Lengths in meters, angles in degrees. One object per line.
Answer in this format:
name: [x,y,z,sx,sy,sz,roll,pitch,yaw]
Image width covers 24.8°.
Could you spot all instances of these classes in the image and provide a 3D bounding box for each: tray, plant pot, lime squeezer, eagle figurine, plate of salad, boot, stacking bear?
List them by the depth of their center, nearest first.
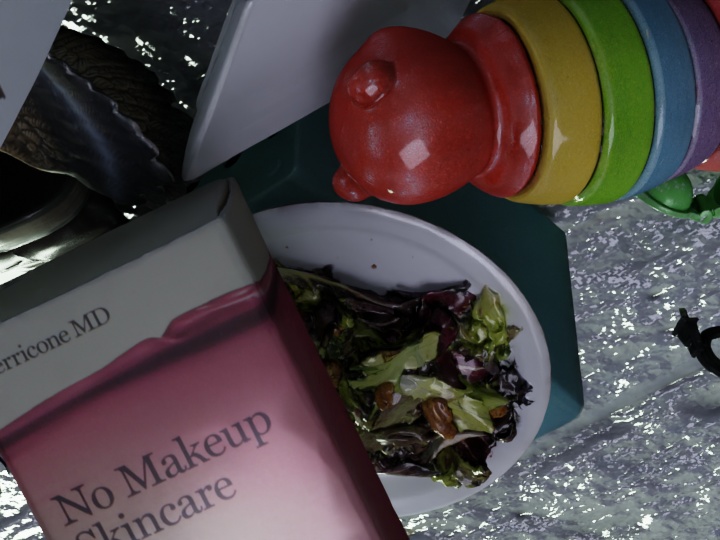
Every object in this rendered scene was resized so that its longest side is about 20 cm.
tray: [-0.003,-0.117,0.725,0.200,0.022,0.108,-34,159,-41]
eagle figurine: [-0.178,-0.074,0.740,0.199,0.152,0.151,-9,140,5]
stacking bear: [0.079,-0.081,0.744,0.199,0.114,0.122,-13,143,-22]
plate of salad: [-0.008,0.055,0.793,0.199,0.048,0.201,4,126,5]
plant pot: [0.000,0.000,0.862,0.141,0.142,0.200,-30,126,26]
lime squeezer: [0.182,-0.055,0.890,0.199,0.038,0.071,-10,139,7]
boot: [-0.184,0.009,0.907,0.199,0.070,0.174,-13,148,20]

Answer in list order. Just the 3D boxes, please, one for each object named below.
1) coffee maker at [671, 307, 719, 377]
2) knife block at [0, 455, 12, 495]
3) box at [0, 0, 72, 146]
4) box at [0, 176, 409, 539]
coffee maker: [0.293,-0.024,0.842,0.191,0.135,0.201,-13,134,-30]
knife block: [-0.229,0.017,0.782,0.175,0.201,0.064,-3,-174,33]
box: [-0.187,-0.168,0.576,0.130,0.201,0.199,5,143,18]
box: [-0.069,0.081,0.705,0.127,0.109,0.201,-26,102,3]
